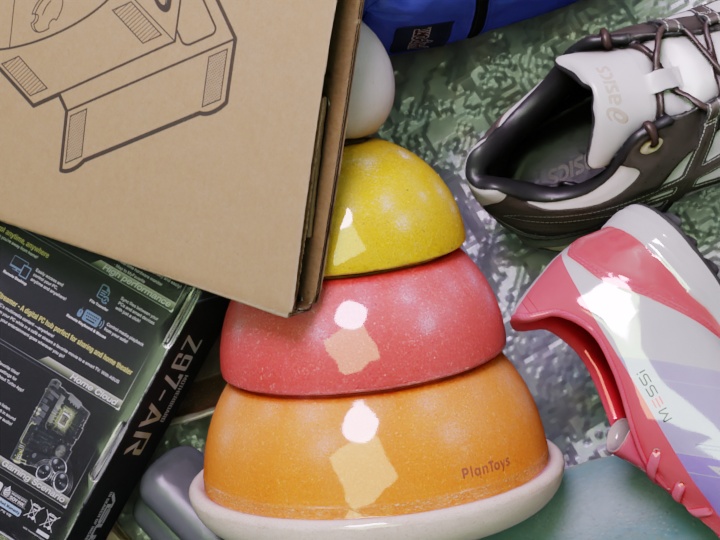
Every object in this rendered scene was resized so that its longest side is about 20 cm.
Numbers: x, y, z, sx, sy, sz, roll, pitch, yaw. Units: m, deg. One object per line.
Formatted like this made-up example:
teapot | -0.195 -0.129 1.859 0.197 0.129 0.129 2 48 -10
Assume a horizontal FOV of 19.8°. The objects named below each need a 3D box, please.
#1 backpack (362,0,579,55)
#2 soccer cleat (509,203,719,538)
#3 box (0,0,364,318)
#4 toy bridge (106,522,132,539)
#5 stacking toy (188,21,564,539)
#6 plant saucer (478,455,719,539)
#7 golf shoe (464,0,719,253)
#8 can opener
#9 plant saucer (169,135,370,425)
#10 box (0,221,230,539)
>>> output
backpack | 0.007 -0.171 0.805 0.200 0.163 0.168 -14 80 -4
soccer cleat | 0.138 0.071 0.782 0.073 0.068 0.200 -34 82 -13
box | -0.089 -0.087 0.760 0.200 0.021 0.164 17 107 31
toy bridge | -0.168 0.098 0.885 0.200 0.027 0.067 20 86 11
stacking toy | 0.000 0.000 0.787 0.146 0.146 0.200 -3 99 9
plant saucer | 0.122 0.169 0.796 0.201 0.039 0.201 1 80 -6
golf shoe | 0.130 -0.067 0.799 0.200 0.094 0.078 -33 71 21
can opener | -0.009 0.146 0.848 0.200 0.053 0.066 40 59 10
plant saucer | -0.090 -0.032 0.885 0.200 0.034 0.200 -1 84 9
box | -0.160 0.003 0.850 0.200 0.044 0.160 28 91 17
